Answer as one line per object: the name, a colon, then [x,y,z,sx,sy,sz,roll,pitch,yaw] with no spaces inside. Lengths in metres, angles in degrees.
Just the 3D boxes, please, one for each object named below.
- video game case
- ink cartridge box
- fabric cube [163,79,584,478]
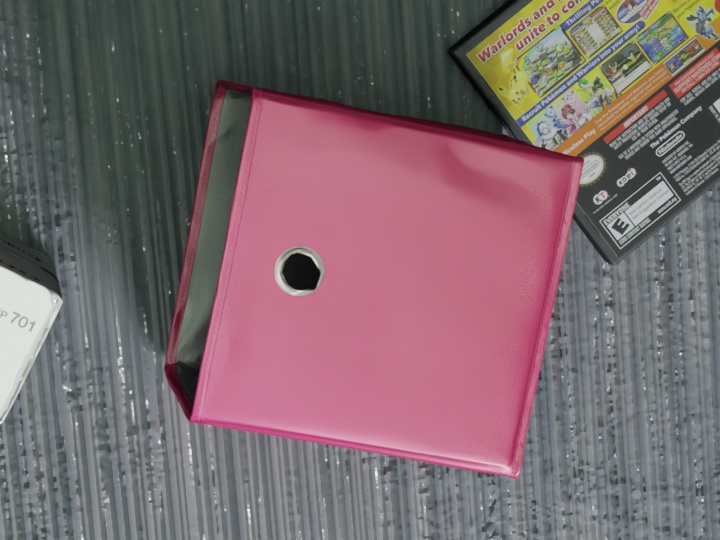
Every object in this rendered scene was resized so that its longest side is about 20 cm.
video game case: [0.189,-0.136,1.350,0.200,0.026,0.181,-39,102,-1]
ink cartridge box: [-0.258,0.008,1.207,0.146,0.200,0.086,27,93,-11]
fabric cube: [0.000,0.000,1.249,0.198,0.200,0.197,11,95,-11]
